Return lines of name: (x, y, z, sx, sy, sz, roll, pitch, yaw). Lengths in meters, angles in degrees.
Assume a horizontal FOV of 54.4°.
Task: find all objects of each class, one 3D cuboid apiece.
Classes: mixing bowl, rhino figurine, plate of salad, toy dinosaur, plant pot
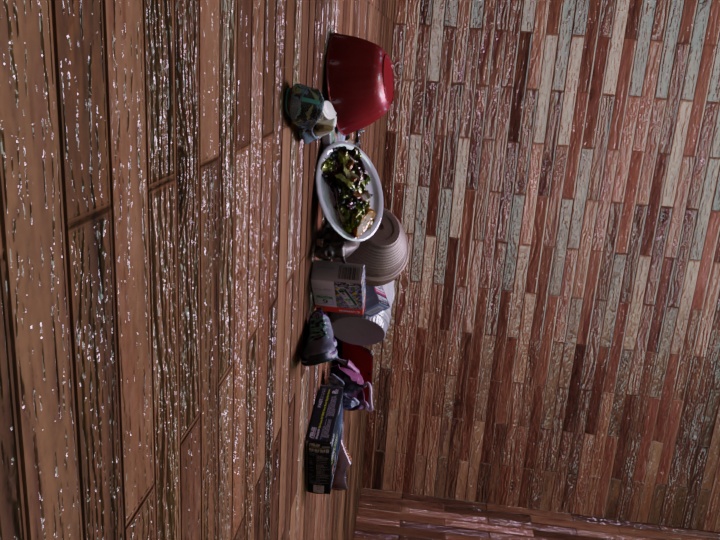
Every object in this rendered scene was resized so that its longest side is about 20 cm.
mixing bowl: (0.008, -0.383, 1.426, 0.200, 0.105, 0.207, -2, 90, -74)
rhino figurine: (-0.048, -0.054, 1.437, 0.200, 0.085, 0.062, -61, 154, -73)
plate of salad: (-0.012, -0.161, 1.405, 0.197, 0.047, 0.207, 13, 72, -45)
toy dinosaur: (-0.023, -0.321, 1.750, 0.200, 0.046, 0.091, 49, 52, -79)
plant pot: (0.028, -0.076, 1.577, 0.093, 0.196, 0.206, 126, -24, -57)

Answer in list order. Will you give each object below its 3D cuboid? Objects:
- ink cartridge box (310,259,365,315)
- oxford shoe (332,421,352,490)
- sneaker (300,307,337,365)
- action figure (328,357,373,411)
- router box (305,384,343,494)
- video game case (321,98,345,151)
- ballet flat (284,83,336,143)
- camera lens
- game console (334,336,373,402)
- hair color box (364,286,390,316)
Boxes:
ink cartridge box: (-0.043, 0.053, 1.481, 0.202, 0.105, 0.052, 87, 9, -59)
oxford shoe: (-0.057, 0.537, 2.050, 0.071, 0.071, 0.206, 66, 29, -79)
sneaker: (-0.087, 0.127, 1.373, 0.200, 0.072, 0.090, -117, -165, -85)
action figure: (-0.022, 0.283, 1.807, 0.200, 0.144, 0.139, 4, 88, -79)
router box: (-0.082, 0.391, 1.638, 0.201, 0.060, 0.154, -77, 169, -61)
video game case: (-0.055, -0.293, 1.497, 0.202, 0.021, 0.186, 87, 9, -59)
ballet flat: (-0.070, -0.239, 1.095, 0.200, 0.072, 0.077, -35, 130, -84)
camera lens: (0.005, 0.067, 1.789, 0.162, 0.155, 0.205, 88, 8, -57)
game console: (-0.014, 0.247, 2.002, 0.174, 0.115, 0.204, -78, 172, -54)
hair color box: (0.000, 0.000, 1.655, 0.205, 0.059, 0.099, 70, 13, 15)
